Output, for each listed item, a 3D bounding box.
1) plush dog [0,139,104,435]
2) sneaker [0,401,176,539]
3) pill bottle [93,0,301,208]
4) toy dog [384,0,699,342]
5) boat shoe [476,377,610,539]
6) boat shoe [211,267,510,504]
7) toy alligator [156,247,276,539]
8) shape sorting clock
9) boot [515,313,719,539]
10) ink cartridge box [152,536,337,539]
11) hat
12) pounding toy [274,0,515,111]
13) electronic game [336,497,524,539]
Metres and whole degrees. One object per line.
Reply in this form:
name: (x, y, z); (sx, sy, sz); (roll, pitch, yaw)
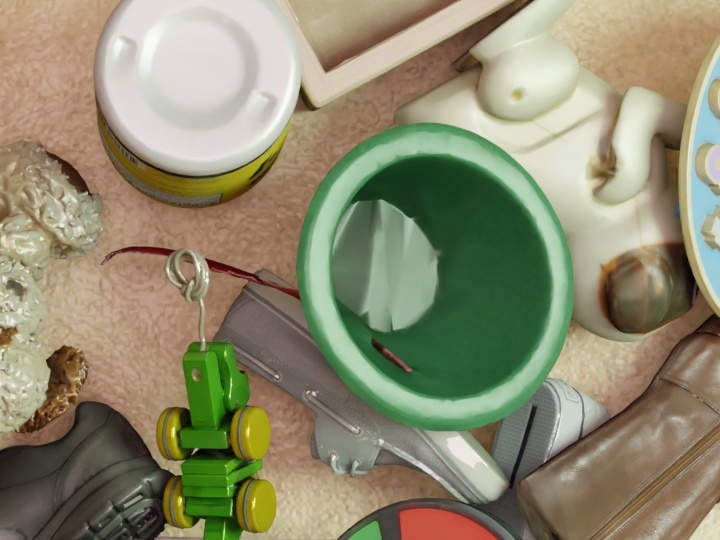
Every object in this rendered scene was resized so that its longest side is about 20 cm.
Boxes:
plush dog: (-0.237, 0.017, 1.675); (0.160, 0.200, 0.172); (-38, 58, 21)
sneaker: (-0.201, 0.154, 1.714); (0.200, 0.076, 0.091); (-34, 61, 1)
pill bottle: (-0.094, -0.097, 1.681); (0.114, 0.200, 0.115); (0, 84, -4)
toy dog: (0.125, -0.051, 1.727); (0.194, 0.140, 0.200); (-41, 92, -13)
boat shoe: (0.098, 0.164, 1.733); (0.067, 0.073, 0.201); (20, 94, -40)
boat shoe: (-0.003, 0.083, 1.727); (0.201, 0.070, 0.072); (39, 92, 19)
toy alligator: (-0.078, 0.082, 1.674); (0.059, 0.054, 0.201); (-1, 99, 24)
shape sorting clock: (0.245, -0.061, 1.729); (0.039, 0.200, 0.201); (7, 81, 35)
boot: (0.203, 0.144, 1.707); (0.186, 0.064, 0.200); (46, 55, 6)
ink cartridge box: (-0.023, 0.242, 1.693); (0.199, 0.045, 0.177); (-1, 82, 17)
hat: (0.000, 0.000, 1.713); (0.200, 0.176, 0.166); (46, 70, -16)
pounding toy: (0.004, -0.225, 1.751); (0.184, 0.142, 0.201); (-28, 93, -2)
electronic game: (0.032, 0.223, 1.602); (0.042, 0.199, 0.201); (15, 80, -47)
